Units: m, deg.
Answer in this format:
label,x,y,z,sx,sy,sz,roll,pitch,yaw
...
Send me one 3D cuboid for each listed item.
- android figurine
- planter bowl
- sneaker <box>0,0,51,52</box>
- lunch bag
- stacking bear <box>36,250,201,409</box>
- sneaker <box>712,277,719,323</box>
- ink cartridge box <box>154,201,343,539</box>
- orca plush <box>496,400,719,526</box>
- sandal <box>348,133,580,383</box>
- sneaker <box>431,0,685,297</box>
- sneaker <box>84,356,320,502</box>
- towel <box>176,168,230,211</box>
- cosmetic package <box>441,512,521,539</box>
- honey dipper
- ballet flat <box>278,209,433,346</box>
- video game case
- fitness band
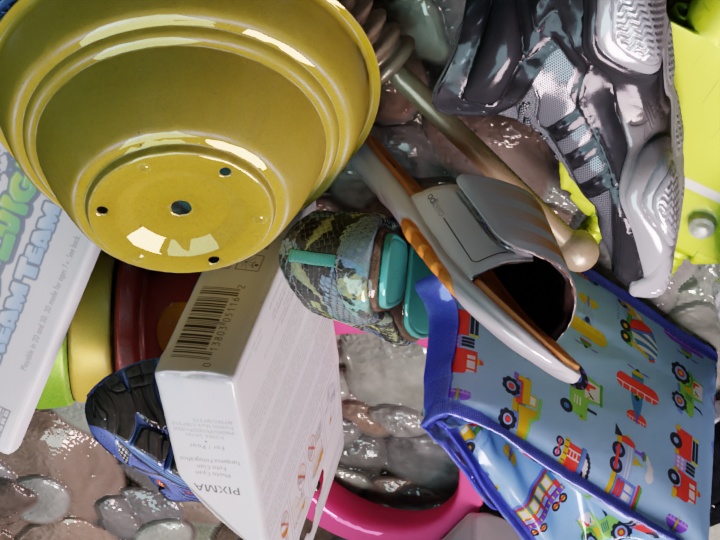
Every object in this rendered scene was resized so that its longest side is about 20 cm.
label,x,y,z,sx,sy,sz,roll,pitch,yaw
android figurine,0.179,-0.071,1.189,0.181,0.041,0.200,25,133,-9
planter bowl,-0.088,-0.058,1.124,0.199,0.084,0.201,-2,142,-1
sneaker,-0.093,-0.127,1.166,0.199,0.078,0.070,19,135,-25
lunch bag,0.102,0.063,1.248,0.094,0.151,0.200,-25,128,33
stacking bear,-0.161,0.028,1.331,0.199,0.114,0.122,2,92,0
sneaker,0.247,0.068,1.241,0.079,0.079,0.200,-24,136,-5
ink cartridge box,-0.055,0.076,1.269,0.047,0.160,0.201,5,131,13
orca plush,0.172,0.134,1.365,0.199,0.071,0.105,-11,129,24
sandal,0.057,-0.027,1.164,0.059,0.207,0.079,-45,139,8
sneaker,0.098,-0.076,1.131,0.113,0.076,0.201,-1,123,15
sneaker,-0.098,0.103,1.311,0.078,0.076,0.200,-17,156,24
towel,-0.103,-0.128,1.226,0.146,0.022,0.200,-26,120,33
cosmetic package,0.101,0.290,1.422,0.167,0.201,0.166,18,139,-22
honey dipper,0.054,-0.069,1.204,0.200,0.038,0.038,44,129,-13
ballet flat,0.000,0.000,1.234,0.074,0.075,0.200,4,172,12
video game case,-0.233,-0.027,1.254,0.181,0.024,0.201,24,97,5
fitness band,0.008,0.094,1.397,0.143,0.038,0.201,3,132,13
